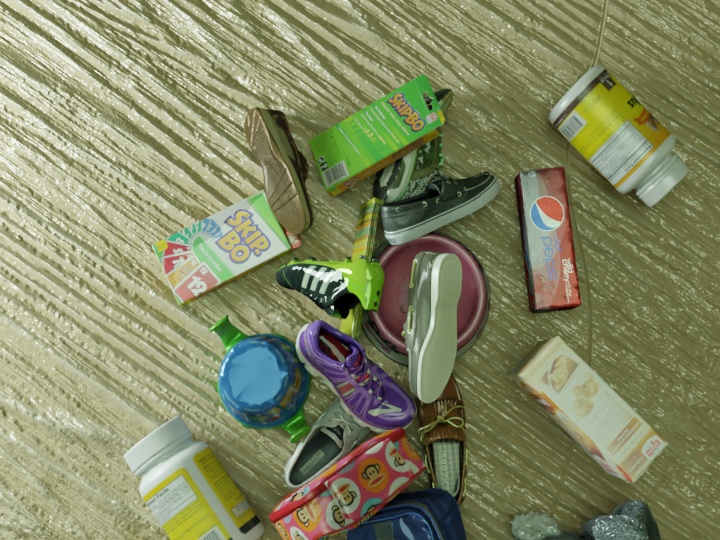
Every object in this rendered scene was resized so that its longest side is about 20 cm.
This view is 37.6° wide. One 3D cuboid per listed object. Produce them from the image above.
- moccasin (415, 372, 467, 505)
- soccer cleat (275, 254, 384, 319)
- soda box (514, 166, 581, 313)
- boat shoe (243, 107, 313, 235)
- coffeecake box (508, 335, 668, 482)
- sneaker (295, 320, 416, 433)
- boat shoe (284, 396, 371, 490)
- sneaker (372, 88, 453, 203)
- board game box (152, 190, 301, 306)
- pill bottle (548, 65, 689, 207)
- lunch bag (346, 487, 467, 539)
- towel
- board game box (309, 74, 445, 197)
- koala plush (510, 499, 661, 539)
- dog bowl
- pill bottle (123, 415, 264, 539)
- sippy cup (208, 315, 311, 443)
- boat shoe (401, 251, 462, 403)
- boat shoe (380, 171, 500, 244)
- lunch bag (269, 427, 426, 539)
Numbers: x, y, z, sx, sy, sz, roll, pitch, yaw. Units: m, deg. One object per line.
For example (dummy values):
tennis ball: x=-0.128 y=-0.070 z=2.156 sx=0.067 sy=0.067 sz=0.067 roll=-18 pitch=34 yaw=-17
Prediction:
moccasin: x=0.114 y=0.230 z=1.475 sx=0.072 sy=0.078 sz=0.205 roll=0 pitch=86 yaw=-2
soccer cleat: x=-0.049 y=0.024 z=1.462 sx=0.198 sy=0.067 sz=0.082 roll=-2 pitch=78 yaw=44
soda box: x=0.269 y=-0.043 z=1.522 sx=0.069 sy=0.063 sz=0.203 roll=-5 pitch=84 yaw=0
boat shoe: x=-0.102 y=-0.147 z=1.525 sx=0.071 sy=0.072 sz=0.202 roll=-8 pitch=65 yaw=-40
coffeecake box: x=0.307 y=0.188 z=1.449 sx=0.200 sy=0.154 sz=0.073 roll=44 pitch=85 yaw=5
sneaker: x=-0.005 y=0.146 z=1.443 sx=0.199 sy=0.083 sz=0.081 roll=39 pitch=65 yaw=-2
boat shoe: x=-0.032 y=0.231 z=1.485 sx=0.073 sy=0.065 sz=0.201 roll=36 pitch=84 yaw=4
sneaker: x=0.093 y=-0.170 z=1.547 sx=0.088 sy=0.077 sz=0.202 roll=32 pitch=81 yaw=-28
board game box: x=-0.192 y=-0.036 z=1.530 sx=0.198 sy=0.030 sz=0.097 roll=-26 pitch=84 yaw=-6
pill bottle: x=0.374 y=-0.189 z=1.517 sx=0.109 sy=0.109 sz=0.200 roll=-44 pitch=86 yaw=-5
lunch bag: x=0.069 y=0.405 z=1.406 sx=0.134 sy=0.132 sz=0.203 roll=-18 pitch=88 yaw=26
towel: x=0.000 y=0.000 z=1.505 sx=0.018 sy=0.086 sz=0.203 roll=11 pitch=84 yaw=-12
board game box: x=0.025 y=-0.194 z=1.511 sx=0.198 sy=0.030 sz=0.097 roll=-30 pitch=58 yaw=17
koala plush: x=0.309 y=0.403 z=1.439 sx=0.197 sy=0.184 sz=0.180 roll=-14 pitch=95 yaw=19
dog bowl: x=0.092 y=0.037 z=1.506 sx=0.197 sy=0.074 sz=0.204 roll=0 pitch=84 yaw=-1
pill bottle: x=-0.231 y=0.309 z=1.450 sx=0.114 sy=0.114 sz=0.201 roll=-35 pitch=85 yaw=-4
sippy cup: x=-0.139 y=0.150 z=1.458 sx=0.175 sy=0.130 sz=0.142 roll=17 pitch=82 yaw=4
boat shoe: x=0.092 y=0.075 z=1.435 sx=0.060 sy=0.072 sz=0.205 roll=11 pitch=96 yaw=41
boat shoe: x=0.115 y=-0.101 z=1.498 sx=0.198 sy=0.068 sz=0.057 roll=-28 pitch=112 yaw=-24
lunch bag: x=-0.021 y=0.300 z=1.417 sx=0.199 sy=0.176 sz=0.082 roll=-29 pitch=80 yaw=-31
